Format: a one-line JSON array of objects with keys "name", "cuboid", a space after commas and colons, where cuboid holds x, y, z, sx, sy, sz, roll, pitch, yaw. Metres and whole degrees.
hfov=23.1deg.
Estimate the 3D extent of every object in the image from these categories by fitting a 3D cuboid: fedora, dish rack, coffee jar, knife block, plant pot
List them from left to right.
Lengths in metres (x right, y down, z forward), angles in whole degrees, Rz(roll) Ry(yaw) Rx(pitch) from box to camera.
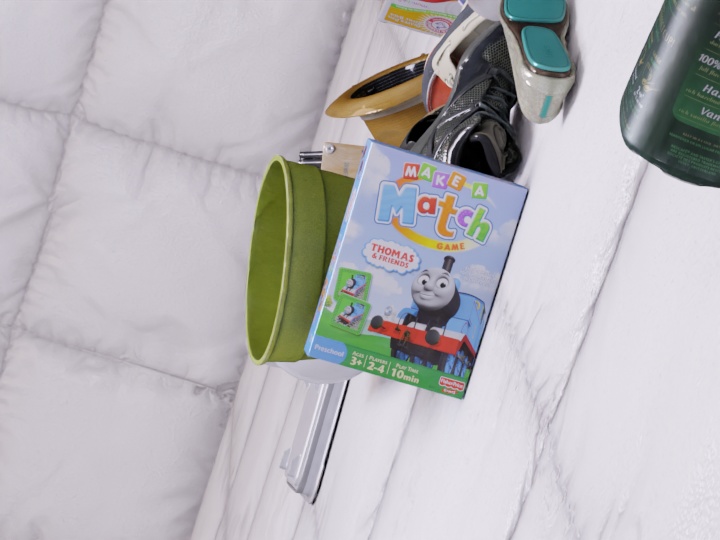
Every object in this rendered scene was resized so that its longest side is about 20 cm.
[{"name": "dish rack", "cuboid": [-0.065, 0.207, 2.382, 0.172, 0.043, 0.202, 172, 114, -83]}, {"name": "plant pot", "cuboid": [0.000, 0.000, 1.712, 0.200, 0.191, 0.203, -174, 90, -76]}, {"name": "knife block", "cuboid": [0.016, -0.101, 2.034, 0.176, 0.198, 0.065, 19, -103, -79]}, {"name": "fedora", "cuboid": [0.055, -0.192, 2.062, 0.201, 0.199, 0.082, -108, -6, -76]}, {"name": "coffee jar", "cuboid": [0.214, -0.152, 0.960, 0.105, 0.085, 0.201, -72, 2, -59]}]

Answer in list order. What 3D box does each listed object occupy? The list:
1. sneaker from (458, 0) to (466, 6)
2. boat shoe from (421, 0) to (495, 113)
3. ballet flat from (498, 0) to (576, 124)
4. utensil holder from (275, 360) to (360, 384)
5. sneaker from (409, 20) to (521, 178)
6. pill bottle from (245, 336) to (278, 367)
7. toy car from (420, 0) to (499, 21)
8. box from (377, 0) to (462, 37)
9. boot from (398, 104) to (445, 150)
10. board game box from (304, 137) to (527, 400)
[{"name": "sneaker", "cuboid": [0.151, -0.358, 1.837, 0.147, 0.080, 0.202, -86, 19, -73]}, {"name": "boat shoe", "cuboid": [0.116, -0.226, 1.890, 0.201, 0.070, 0.063, 119, 163, -44]}, {"name": "ballet flat", "cuboid": [0.153, -0.198, 1.578, 0.201, 0.067, 0.063, -85, 4, -55]}, {"name": "utensil holder", "cuboid": [-0.024, 0.036, 1.981, 0.200, 0.168, 0.172, 148, 138, -77]}, {"name": "sneaker", "cuboid": [0.125, -0.150, 1.669, 0.114, 0.076, 0.200, 9, 62, 57]}, {"name": "pill bottle", "cuboid": [-0.123, 0.052, 2.884, 0.105, 0.103, 0.201, 115, 168, -49]}, {"name": "toy car", "cuboid": [0.098, -0.330, 1.718, 0.176, 0.149, 0.200, 60, 163, 5]}, {"name": "box", "cuboid": [0.101, -0.374, 2.116, 0.200, 0.111, 0.102, 122, 161, -65]}, {"name": "boot", "cuboid": [0.084, -0.135, 1.809, 0.201, 0.077, 0.139, -58, -3, -39]}, {"name": "board game box", "cuboid": [0.049, -0.001, 1.589, 0.037, 0.150, 0.202, -126, 52, -79]}]
